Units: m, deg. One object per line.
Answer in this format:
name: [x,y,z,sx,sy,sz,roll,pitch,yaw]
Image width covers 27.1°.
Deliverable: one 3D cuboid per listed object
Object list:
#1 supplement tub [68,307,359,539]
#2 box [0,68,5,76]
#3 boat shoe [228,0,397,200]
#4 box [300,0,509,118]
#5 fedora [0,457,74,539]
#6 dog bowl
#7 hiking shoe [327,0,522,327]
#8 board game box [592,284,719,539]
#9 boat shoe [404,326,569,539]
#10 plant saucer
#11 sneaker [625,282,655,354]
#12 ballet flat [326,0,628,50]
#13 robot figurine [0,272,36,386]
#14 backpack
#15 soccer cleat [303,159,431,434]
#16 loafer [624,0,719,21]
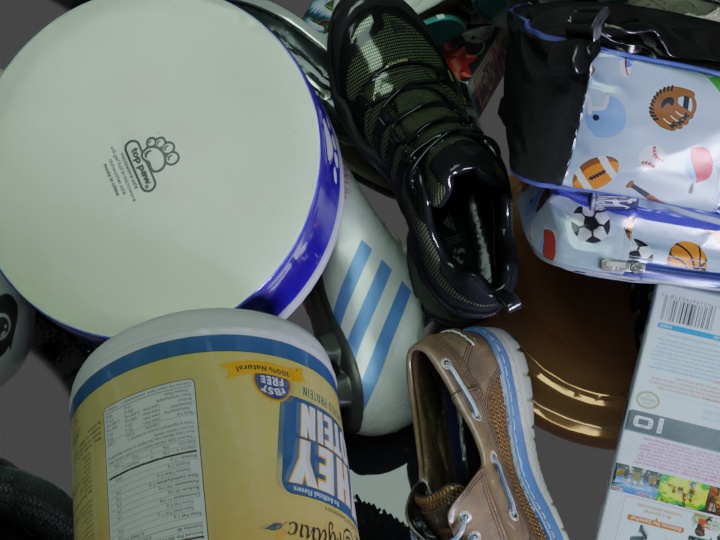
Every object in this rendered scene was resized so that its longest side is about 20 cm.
supplement tub: [-0.072,0.137,0.749,0.143,0.145,0.202,-9,57,-2]
box: [-0.171,-0.051,0.929,0.198,0.078,0.096,16,67,9]
boat shoe: [-0.039,-0.114,0.956,0.199,0.076,0.061,27,63,14]
box: [0.062,-0.206,0.996,0.136,0.040,0.201,19,67,26]
fedora: [-0.237,0.166,0.813,0.199,0.202,0.092,-18,32,-6]
dog bowl: [-0.111,-0.051,0.833,0.198,0.079,0.203,-1,78,7]
hiking shoe: [0.045,-0.070,0.823,0.075,0.101,0.202,-24,91,-19]
board game box: [0.206,0.114,0.796,0.146,0.064,0.202,14,100,8]
boat shoe: [0.061,0.131,0.812,0.072,0.072,0.202,1,69,-38]
plant saucer: [0.158,0.009,0.917,0.198,0.032,0.202,-1,66,1]
sneaker: [0.213,-0.024,0.882,0.114,0.076,0.202,-5,76,-6]
ballet flat: [0.066,-0.171,0.881,0.198,0.069,0.070,-12,62,25]
robot figurine: [-0.287,0.041,0.865,0.198,0.151,0.125,-26,54,-9]
backpack: [0.166,-0.071,0.757,0.188,0.156,0.200,3,22,0]
soccer cleat: [0.000,0.000,0.901,0.085,0.070,0.202,-8,74,-22]
loafer: [0.151,-0.187,0.910,0.198,0.068,0.076,22,69,10]
